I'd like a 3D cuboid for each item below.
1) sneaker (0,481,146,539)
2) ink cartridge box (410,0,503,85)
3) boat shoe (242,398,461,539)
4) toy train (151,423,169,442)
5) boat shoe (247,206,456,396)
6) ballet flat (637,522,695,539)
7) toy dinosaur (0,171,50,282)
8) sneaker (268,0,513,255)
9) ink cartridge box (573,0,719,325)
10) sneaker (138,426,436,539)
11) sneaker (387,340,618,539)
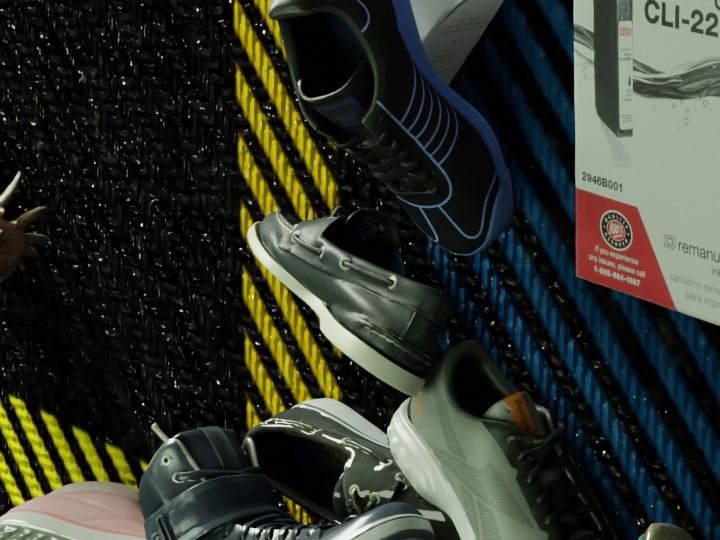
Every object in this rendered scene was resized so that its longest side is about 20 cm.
[{"bbox_3d":[-0.132,0.189,1.859,0.200,0.105,0.075,19,111,17],"label":"sneaker"},{"bbox_3d":[0.024,-0.203,1.519,0.161,0.050,0.200,60,144,22],"label":"ink cartridge box"},{"bbox_3d":[0.008,0.128,1.643,0.200,0.057,0.069,24,120,49],"label":"boat shoe"},{"bbox_3d":[-0.094,0.197,1.710,0.200,0.116,0.085,46,149,8],"label":"toy train"},{"bbox_3d":[-0.002,-0.001,1.604,0.066,0.074,0.199,-56,26,7],"label":"boat shoe"},{"bbox_3d":[0.193,0.214,1.429,0.062,0.067,0.200,-17,91,27],"label":"ballet flat"},{"bbox_3d":[-0.271,-0.050,1.955,0.136,0.086,0.200,-38,53,41],"label":"toy dinosaur"},{"bbox_3d":[0.011,-0.078,1.492,0.070,0.078,0.200,-10,121,37],"label":"sneaker"},{"bbox_3d":[0.172,-0.084,1.321,0.144,0.084,0.200,20,117,51],"label":"ink cartridge box"},{"bbox_3d":[-0.048,0.137,1.609,0.202,0.077,0.146,-38,58,38],"label":"sneaker"},{"bbox_3d":[0.086,0.117,1.521,0.200,0.074,0.079,49,131,33],"label":"sneaker"}]
